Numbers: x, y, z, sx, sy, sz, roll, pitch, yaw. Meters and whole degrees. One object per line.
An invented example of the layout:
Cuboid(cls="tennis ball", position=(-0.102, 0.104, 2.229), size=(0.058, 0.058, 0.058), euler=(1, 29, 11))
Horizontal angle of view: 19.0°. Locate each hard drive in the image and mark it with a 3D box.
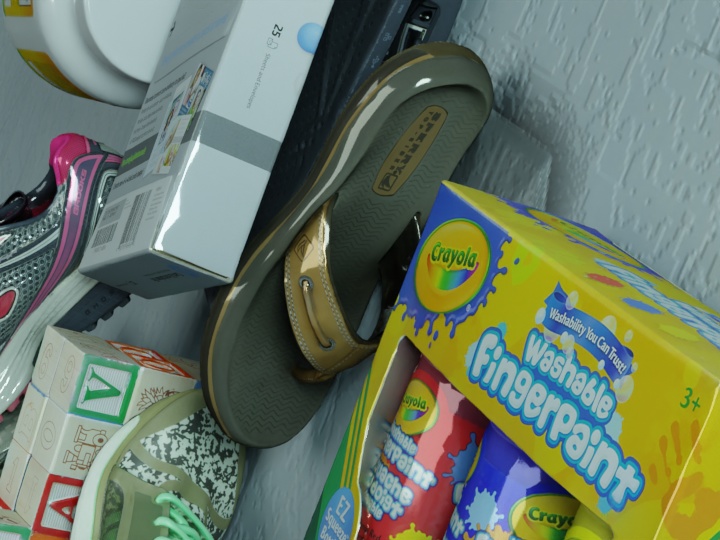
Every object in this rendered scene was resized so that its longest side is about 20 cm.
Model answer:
Cuboid(cls="hard drive", position=(-0.021, -0.081, 0.986), size=(0.200, 0.042, 0.135), euler=(-60, 29, 27))

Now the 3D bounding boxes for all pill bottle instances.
Cuboid(cls="pill bottle", position=(-0.119, -0.141, 1.116), size=(0.200, 0.111, 0.112), euler=(-157, 84, -72))

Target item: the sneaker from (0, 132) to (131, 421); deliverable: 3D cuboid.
Cuboid(cls="sneaker", position=(-0.183, 0.015, 1.055), size=(0.200, 0.075, 0.081), euler=(-44, 27, 3))

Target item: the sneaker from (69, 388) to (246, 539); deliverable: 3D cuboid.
Cuboid(cls="sneaker", position=(-0.087, 0.137, 0.934), size=(0.088, 0.077, 0.201), euler=(-10, 44, 46))

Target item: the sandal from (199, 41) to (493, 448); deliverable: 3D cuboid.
Cuboid(cls="sandal", position=(0.000, 0.000, 0.882), size=(0.200, 0.082, 0.055), euler=(-55, 52, 20))

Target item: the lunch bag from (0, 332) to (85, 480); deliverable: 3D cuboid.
Cuboid(cls="lunch bag", position=(-0.184, 0.121, 1.116), size=(0.201, 0.117, 0.164), euler=(-67, 26, 1))

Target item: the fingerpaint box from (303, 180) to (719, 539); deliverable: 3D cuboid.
Cuboid(cls="fingerpaint box", position=(0.061, 0.082, 0.687), size=(0.168, 0.073, 0.200), euler=(-68, 26, 11))

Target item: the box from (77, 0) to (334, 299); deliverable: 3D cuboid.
Cuboid(cls="box", position=(-0.059, -0.089, 0.941), size=(0.156, 0.041, 0.201), euler=(-12, 59, 71))

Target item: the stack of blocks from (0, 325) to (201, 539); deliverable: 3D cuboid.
Cuboid(cls="stack of blocks", position=(-0.141, 0.132, 1.012), size=(0.059, 0.115, 0.201), euler=(27, 100, 61))
